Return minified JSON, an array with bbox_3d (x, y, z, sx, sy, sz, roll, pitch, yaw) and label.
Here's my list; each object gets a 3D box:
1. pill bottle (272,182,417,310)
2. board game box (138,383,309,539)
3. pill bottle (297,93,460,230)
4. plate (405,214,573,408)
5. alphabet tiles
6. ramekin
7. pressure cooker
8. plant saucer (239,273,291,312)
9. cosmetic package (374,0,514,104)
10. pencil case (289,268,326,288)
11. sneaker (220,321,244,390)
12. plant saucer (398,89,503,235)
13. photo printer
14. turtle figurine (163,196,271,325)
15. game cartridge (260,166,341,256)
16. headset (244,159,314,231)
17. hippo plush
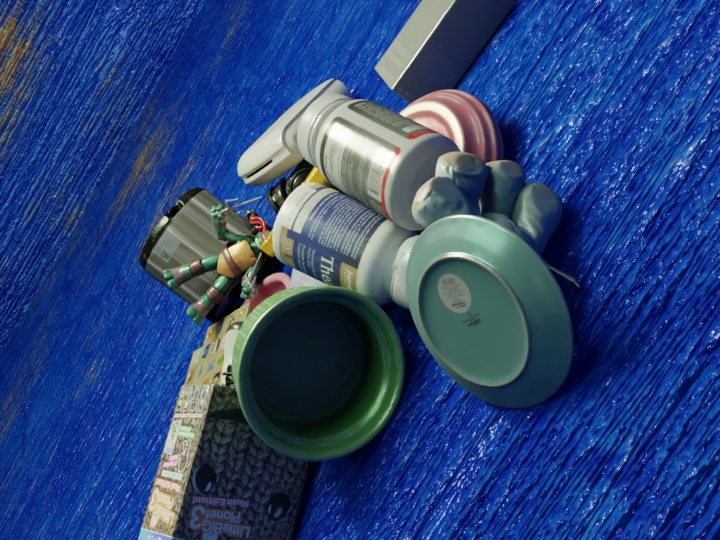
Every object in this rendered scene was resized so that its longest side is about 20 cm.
[{"bbox_3d":[0.000,-0.024,1.126,0.199,0.111,0.112,24,85,27],"label":"pill bottle"},{"bbox_3d":[-0.160,0.258,1.145,0.097,0.159,0.201,-12,60,56],"label":"board game box"},{"bbox_3d":[0.019,-0.136,1.101,0.200,0.114,0.114,35,96,44],"label":"pill bottle"},{"bbox_3d":[0.112,0.045,0.884,0.025,0.201,0.200,-28,5,-37],"label":"plate"},{"bbox_3d":[-0.218,0.141,1.403,0.200,0.006,0.167,-30,41,47],"label":"alphabet tiles"},{"bbox_3d":[-0.056,0.113,1.089,0.201,0.199,0.098,-63,19,-4],"label":"ramekin"},{"bbox_3d":[-0.247,-0.017,1.551,0.179,0.199,0.176,-53,-2,-35],"label":"pressure cooker"},{"bbox_3d":[-0.141,0.104,1.381,0.200,0.051,0.201,-42,32,35],"label":"plant saucer"},{"bbox_3d":[0.117,-0.334,1.326,0.200,0.090,0.107,-50,29,16],"label":"cosmetic package"},{"bbox_3d":[-0.052,0.015,1.292,0.090,0.083,0.201,-23,44,33],"label":"pencil case"},{"bbox_3d":[-0.159,0.169,1.247,0.073,0.080,0.202,-7,89,34],"label":"sneaker"},{"bbox_3d":[0.084,-0.130,1.151,0.200,0.051,0.202,-13,72,44],"label":"plant saucer"},{"bbox_3d":[-0.117,-0.227,1.580,0.166,0.070,0.200,-23,23,52],"label":"photo printer"},{"bbox_3d":[-0.196,-0.013,1.418,0.199,0.101,0.150,-35,71,13],"label":"turtle figurine"},{"bbox_3d":[-0.061,-0.116,1.391,0.200,0.032,0.176,-52,-5,16],"label":"game cartridge"},{"bbox_3d":[-0.116,-0.134,1.532,0.123,0.094,0.201,-23,34,52],"label":"headset"},{"bbox_3d":[0.126,-0.011,0.982,0.159,0.200,0.161,-29,-20,-38],"label":"hippo plush"}]
